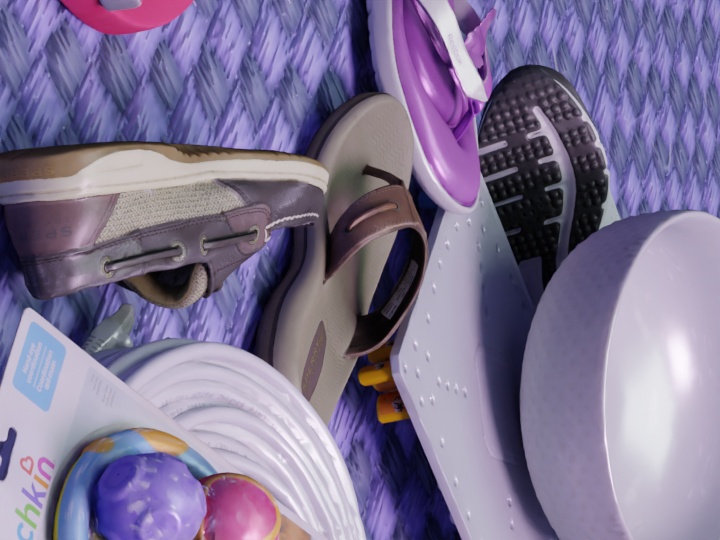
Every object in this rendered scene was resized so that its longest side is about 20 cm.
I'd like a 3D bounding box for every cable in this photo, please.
[{"bbox_3d":[-0.067,0.126,1.126,0.200,0.069,0.200,63,34,-13],"label":"cable"}]

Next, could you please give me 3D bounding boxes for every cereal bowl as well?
[{"bbox_3d":[0.140,0.068,1.533,0.200,0.083,0.200,3,87,-57],"label":"cereal bowl"}]

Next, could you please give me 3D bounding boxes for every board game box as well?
[{"bbox_3d":[0.059,0.071,1.505,0.200,0.026,0.200,-71,144,-54],"label":"board game box"}]

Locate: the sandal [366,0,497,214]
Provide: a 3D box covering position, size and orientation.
[{"bbox_3d":[0.040,-0.130,1.483,0.082,0.050,0.203,14,64,-56],"label":"sandal"}]

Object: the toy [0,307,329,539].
[{"bbox_3d":[-0.052,0.108,1.054,0.200,0.047,0.115,43,43,-34],"label":"toy"}]

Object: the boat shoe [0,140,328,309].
[{"bbox_3d":[-0.079,-0.018,1.187,0.201,0.072,0.066,-1,92,-62],"label":"boat shoe"}]

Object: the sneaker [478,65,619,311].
[{"bbox_3d":[0.106,-0.028,1.615,0.080,0.074,0.200,-86,164,-57],"label":"sneaker"}]

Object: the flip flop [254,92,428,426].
[{"bbox_3d":[0.000,0.000,1.374,0.200,0.058,0.081,-72,147,-43],"label":"flip flop"}]

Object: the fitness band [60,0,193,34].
[{"bbox_3d":[-0.108,-0.187,1.198,0.144,0.037,0.200,-76,151,-43],"label":"fitness band"}]
